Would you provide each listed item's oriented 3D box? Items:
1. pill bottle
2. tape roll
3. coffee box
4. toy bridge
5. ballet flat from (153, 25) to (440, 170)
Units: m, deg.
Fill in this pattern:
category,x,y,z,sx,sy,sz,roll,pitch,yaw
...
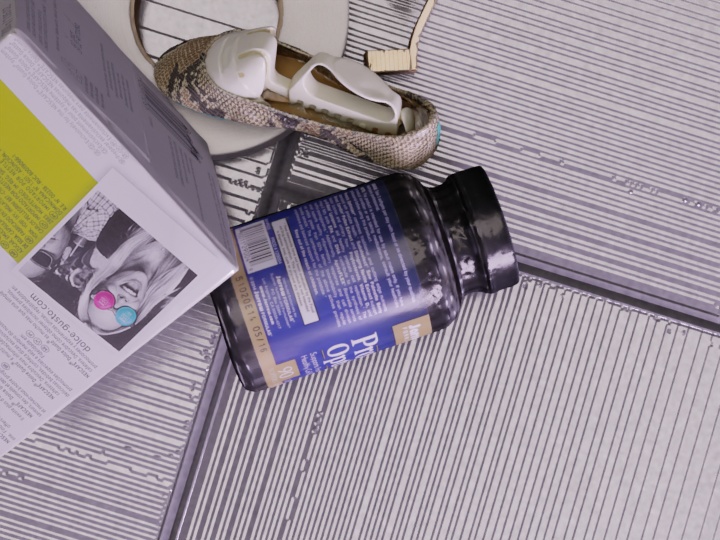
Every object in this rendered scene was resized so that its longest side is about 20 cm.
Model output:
category,x,y,z,sx,sy,sz,roll,pitch,yaw
pill bottle,0.000,0.000,1.237,0.199,0.112,0.112,-18,88,-2
tape roll,-0.107,-0.177,1.279,0.202,0.037,0.204,0,88,-1
coffee box,-0.222,-0.050,1.142,0.198,0.200,0.200,-38,116,9
toy bridge,0.030,-0.238,1.290,0.067,0.027,0.201,-3,88,-4
ballet flat,-0.039,-0.125,1.221,0.199,0.075,0.068,18,65,0
